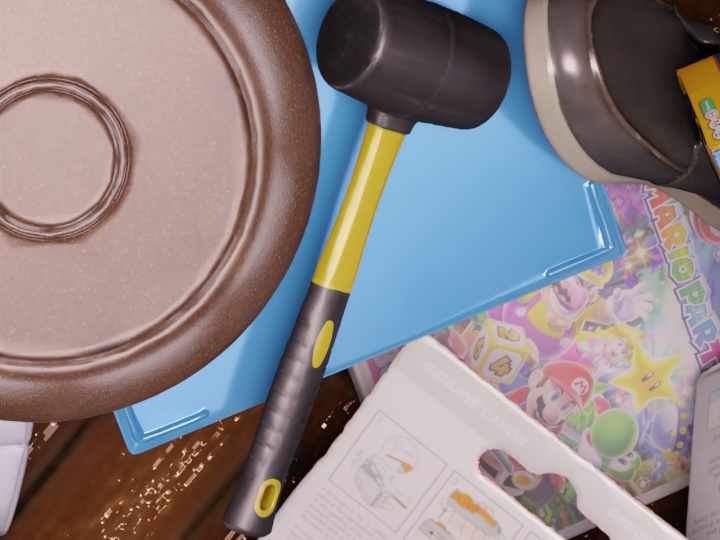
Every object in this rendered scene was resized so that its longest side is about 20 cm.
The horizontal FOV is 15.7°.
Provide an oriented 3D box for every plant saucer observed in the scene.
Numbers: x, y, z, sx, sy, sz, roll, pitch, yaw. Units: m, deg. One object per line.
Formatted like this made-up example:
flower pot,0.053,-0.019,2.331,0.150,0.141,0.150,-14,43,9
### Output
plant saucer,-0.109,-0.041,0.906,0.199,0.032,0.201,-2,103,-10

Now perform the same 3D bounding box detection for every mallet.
mallet,0.000,0.000,0.927,0.066,0.041,0.201,5,106,-37

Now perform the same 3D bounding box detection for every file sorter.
file sorter,-0.026,-0.045,1.001,0.199,0.123,0.139,-22,106,-5

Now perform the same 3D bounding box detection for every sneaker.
sneaker,0.144,-0.070,0.960,0.200,0.106,0.075,18,66,-53

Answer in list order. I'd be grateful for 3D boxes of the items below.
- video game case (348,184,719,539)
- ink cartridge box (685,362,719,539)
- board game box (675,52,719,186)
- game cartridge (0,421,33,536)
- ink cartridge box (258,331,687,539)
video game case,0.098,0.033,1.094,0.199,0.018,0.144,-23,106,-9
ink cartridge box,0.199,0.150,1.053,0.160,0.201,0.047,32,137,-29
board game box,0.223,-0.016,0.929,0.165,0.057,0.200,-23,126,7
game cartridge,-0.194,0.013,1.026,0.132,0.041,0.201,-6,104,-14
ink cartridge box,0.036,0.138,1.028,0.160,0.047,0.200,38,115,6
